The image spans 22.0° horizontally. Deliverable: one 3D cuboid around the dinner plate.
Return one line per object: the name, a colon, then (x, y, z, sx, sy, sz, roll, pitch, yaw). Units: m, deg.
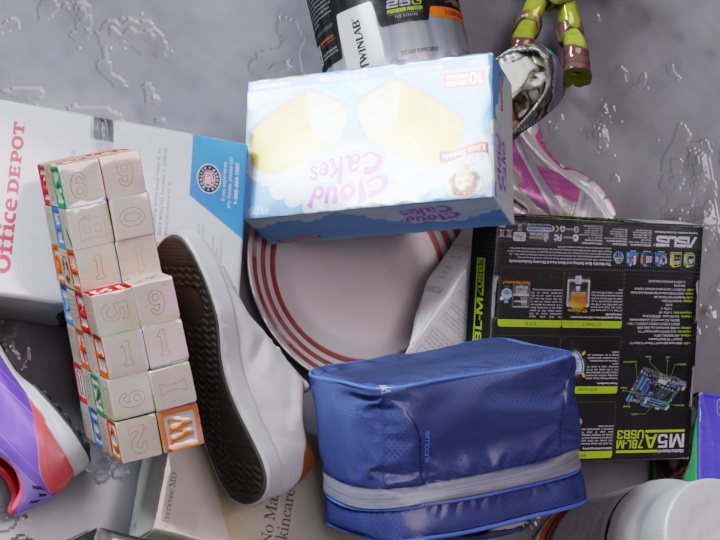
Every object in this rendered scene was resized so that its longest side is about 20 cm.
dinner plate: (0.000, 0.000, 1.491, 0.199, 0.024, 0.202, 7, 73, -23)

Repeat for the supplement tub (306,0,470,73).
supplement tub: (0.014, -0.236, 1.508, 0.122, 0.122, 0.202, -8, 79, -25)

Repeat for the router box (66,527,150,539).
router box: (-0.118, 0.240, 1.301, 0.199, 0.150, 0.063, 18, 69, -18)

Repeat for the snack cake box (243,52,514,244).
snack cake box: (0.014, -0.090, 1.413, 0.198, 0.067, 0.116, -5, 71, 17)

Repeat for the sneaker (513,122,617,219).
sneaker: (0.136, -0.056, 1.540, 0.088, 0.081, 0.200, -39, 84, -26)

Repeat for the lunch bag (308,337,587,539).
lunch bag: (0.069, 0.128, 1.339, 0.199, 0.136, 0.133, -7, 97, -25)

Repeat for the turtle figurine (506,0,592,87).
turtle figurine: (0.176, -0.244, 1.612, 0.199, 0.064, 0.163, 11, 71, -21)

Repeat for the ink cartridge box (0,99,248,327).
ink cartridge box: (-0.193, -0.032, 1.382, 0.199, 0.084, 0.146, 9, 74, -21)

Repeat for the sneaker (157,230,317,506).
sneaker: (-0.090, 0.065, 1.337, 0.084, 0.073, 0.201, -17, 87, -50)

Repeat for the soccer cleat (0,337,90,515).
soccer cleat: (-0.280, 0.083, 1.325, 0.073, 0.068, 0.200, -42, 97, -23)

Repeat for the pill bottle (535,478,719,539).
pill bottle: (0.221, 0.220, 1.426, 0.109, 0.200, 0.110, 6, 73, -22)

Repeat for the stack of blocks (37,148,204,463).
stack of blocks: (-0.167, 0.021, 1.272, 0.058, 0.115, 0.202, -12, 98, -19)

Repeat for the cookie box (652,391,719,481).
cookie box: (0.332, 0.216, 1.546, 0.170, 0.075, 0.202, 10, 71, -21)

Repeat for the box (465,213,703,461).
box: (0.178, 0.055, 1.478, 0.199, 0.047, 0.195, 1, 96, -26)

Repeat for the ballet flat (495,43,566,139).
ballet flat: (0.080, -0.111, 1.473, 0.200, 0.072, 0.072, -42, 94, -5)

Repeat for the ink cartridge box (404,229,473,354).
ink cartridge box: (0.103, 0.078, 1.493, 0.161, 0.050, 0.201, 41, 78, -22)

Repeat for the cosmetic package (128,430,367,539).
cosmetic package: (-0.064, 0.173, 1.388, 0.199, 0.073, 0.104, 15, 69, -20)
